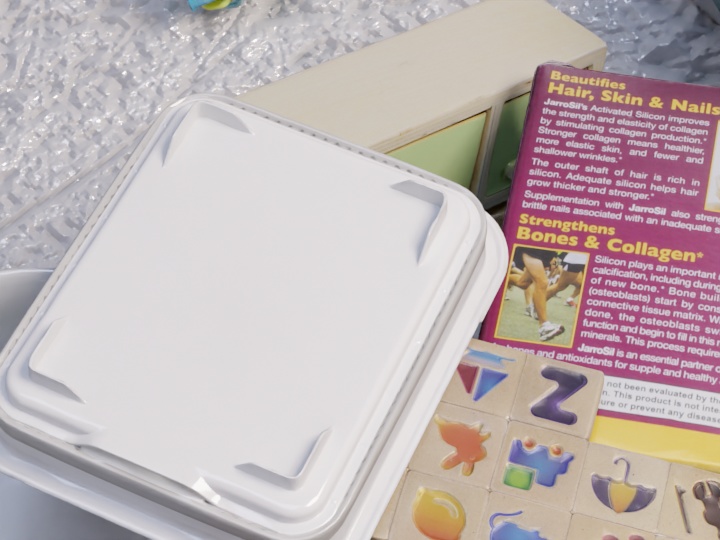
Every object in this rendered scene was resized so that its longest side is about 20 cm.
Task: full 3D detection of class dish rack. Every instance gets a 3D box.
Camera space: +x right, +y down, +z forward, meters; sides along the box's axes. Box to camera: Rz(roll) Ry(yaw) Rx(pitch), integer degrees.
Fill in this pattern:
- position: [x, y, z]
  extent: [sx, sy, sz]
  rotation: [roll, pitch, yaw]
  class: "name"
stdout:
- position: [-0.045, 0.014, 0.801]
  extent: [0.170, 0.044, 0.201]
  rotation: [22, 58, 12]
  class: "dish rack"

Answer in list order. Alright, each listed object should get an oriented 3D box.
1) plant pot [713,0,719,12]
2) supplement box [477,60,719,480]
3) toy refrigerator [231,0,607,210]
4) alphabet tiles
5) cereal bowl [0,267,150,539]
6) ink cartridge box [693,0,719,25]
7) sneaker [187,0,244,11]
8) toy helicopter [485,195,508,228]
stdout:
- position: [0.289, -0.134, 0.923]
  extent: [0.195, 0.201, 0.196]
  rotation: [-30, 12, -10]
  class: "plant pot"
- position: [0.125, 0.020, 0.896]
  extent: [0.130, 0.104, 0.201]
  rotation: [8, 58, 12]
  class: "supplement box"
- position: [0.026, -0.063, 0.961]
  extent: [0.199, 0.076, 0.070]
  rotation: [-25, 49, -36]
  class: "toy refrigerator"
- position: [0.046, 0.100, 0.774]
  extent: [0.198, 0.008, 0.168]
  rotation: [14, 55, 7]
  class: "alphabet tiles"
- position: [-0.129, 0.102, 0.814]
  extent: [0.198, 0.084, 0.201]
  rotation: [3, 57, -4]
  class: "cereal bowl"
- position: [0.202, -0.238, 1.093]
  extent: [0.147, 0.086, 0.200]
  rotation: [-33, 56, -11]
  class: "ink cartridge box"
- position: [-0.034, -0.192, 1.116]
  extent: [0.199, 0.080, 0.131]
  rotation: [9, 56, 28]
  class: "sneaker"
- position: [0.000, 0.000, 0.993]
  extent: [0.199, 0.079, 0.132]
  rotation: [-33, 46, -24]
  class: "toy helicopter"
